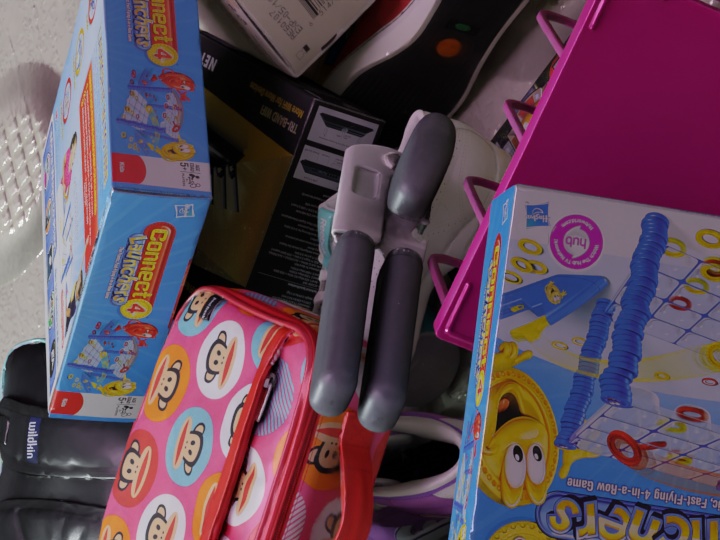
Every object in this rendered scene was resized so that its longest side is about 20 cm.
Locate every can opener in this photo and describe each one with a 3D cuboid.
[{"bbox_3d":[0.009,-0.005,1.421,0.067,0.052,0.201,115,170,-45],"label":"can opener"}]

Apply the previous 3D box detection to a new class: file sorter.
[{"bbox_3d":[0.133,-0.051,1.393,0.126,0.138,0.201,-108,41,-70],"label":"file sorter"}]

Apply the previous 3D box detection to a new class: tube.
[{"bbox_3d":[-0.006,0.008,1.645,0.077,0.050,0.200,-42,40,1],"label":"tube"}]

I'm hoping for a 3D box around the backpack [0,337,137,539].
[{"bbox_3d":[-0.119,0.133,1.655,0.199,0.153,0.177,-2,77,50],"label":"backpack"}]

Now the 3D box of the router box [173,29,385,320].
[{"bbox_3d":[-0.075,-0.046,1.633,0.200,0.052,0.158,32,104,59],"label":"router box"}]

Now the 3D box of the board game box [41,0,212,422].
[{"bbox_3d":[-0.137,-0.052,1.566,0.196,0.056,0.201,112,158,-47],"label":"board game box"}]

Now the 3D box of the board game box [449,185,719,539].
[{"bbox_3d":[0.149,0.075,1.290,0.056,0.199,0.197,137,141,-79],"label":"board game box"}]

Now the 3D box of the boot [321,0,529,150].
[{"bbox_3d":[0.033,-0.171,1.642,0.200,0.072,0.145,-49,34,36],"label":"boot"}]

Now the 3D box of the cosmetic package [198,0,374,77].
[{"bbox_3d":[-0.067,-0.194,1.639,0.104,0.073,0.200,-46,34,-9],"label":"cosmetic package"}]

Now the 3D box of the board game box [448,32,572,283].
[{"bbox_3d":[0.114,-0.059,1.532,0.200,0.023,0.105,-54,45,26],"label":"board game box"}]

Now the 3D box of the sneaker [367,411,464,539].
[{"bbox_3d":[0.016,0.108,1.527,0.200,0.114,0.073,-17,67,49],"label":"sneaker"}]

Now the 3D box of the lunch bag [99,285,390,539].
[{"bbox_3d":[-0.055,0.119,1.462,0.176,0.082,0.201,22,95,54],"label":"lunch bag"}]

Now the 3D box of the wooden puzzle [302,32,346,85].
[{"bbox_3d":[-0.043,-0.192,1.743,0.185,0.046,0.201,45,114,53],"label":"wooden puzzle"}]

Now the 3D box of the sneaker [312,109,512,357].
[{"bbox_3d":[0.000,0.000,1.534,0.201,0.088,0.075,-57,38,1],"label":"sneaker"}]
